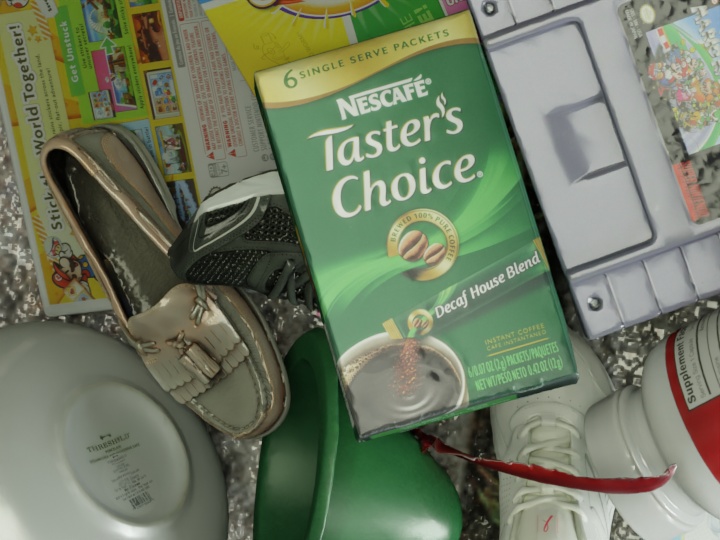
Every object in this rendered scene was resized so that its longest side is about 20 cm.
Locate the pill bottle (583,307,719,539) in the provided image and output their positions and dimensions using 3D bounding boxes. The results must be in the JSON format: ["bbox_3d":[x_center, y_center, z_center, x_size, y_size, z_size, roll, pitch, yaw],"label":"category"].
[{"bbox_3d":[0.223,0.066,1.578,0.200,0.112,0.112,-30,85,24],"label":"pill bottle"}]

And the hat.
[{"bbox_3d":[0.045,0.129,1.624,0.176,0.200,0.166,8,109,-13],"label":"hat"}]

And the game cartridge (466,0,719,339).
[{"bbox_3d":[0.145,-0.078,1.545,0.129,0.038,0.200,-20,95,8],"label":"game cartridge"}]

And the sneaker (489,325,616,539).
[{"bbox_3d":[0.109,0.127,1.629,0.078,0.099,0.200,-4,89,6],"label":"sneaker"}]

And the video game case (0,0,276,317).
[{"bbox_3d":[-0.113,-0.081,1.665,0.182,0.023,0.200,-7,102,19],"label":"video game case"}]

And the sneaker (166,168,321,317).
[{"bbox_3d":[0.000,0.000,1.587,0.200,0.080,0.086,-1,60,-17],"label":"sneaker"}]

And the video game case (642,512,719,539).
[{"bbox_3d":[0.244,0.204,1.651,0.200,0.018,0.143,19,93,8],"label":"video game case"}]

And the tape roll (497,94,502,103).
[{"bbox_3d":[0.055,-0.191,1.655,0.202,0.071,0.203,0,89,7],"label":"tape roll"}]

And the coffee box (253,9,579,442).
[{"bbox_3d":[0.027,-0.023,1.530,0.123,0.044,0.200,-15,82,0],"label":"coffee box"}]

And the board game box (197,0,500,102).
[{"bbox_3d":[-0.009,-0.162,1.567,0.153,0.040,0.200,-29,112,7],"label":"board game box"}]

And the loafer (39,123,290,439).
[{"bbox_3d":[-0.114,0.009,1.623,0.072,0.063,0.200,-37,78,22],"label":"loafer"}]

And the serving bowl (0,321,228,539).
[{"bbox_3d":[-0.145,0.112,1.615,0.066,0.200,0.200,-33,84,41],"label":"serving bowl"}]
